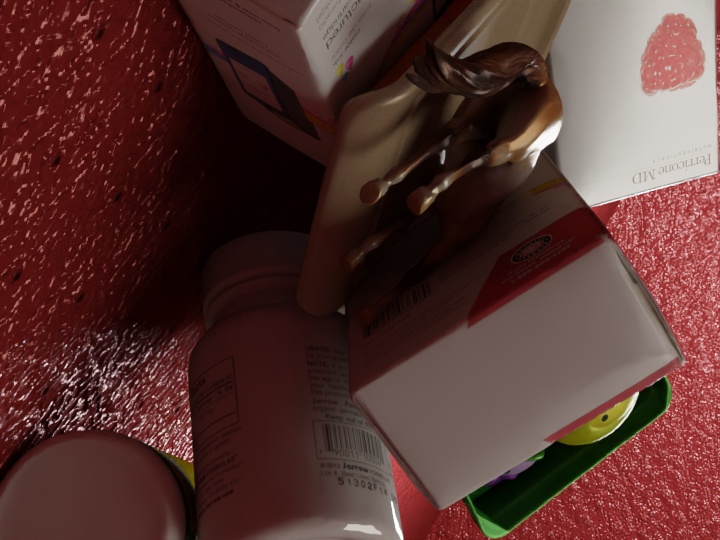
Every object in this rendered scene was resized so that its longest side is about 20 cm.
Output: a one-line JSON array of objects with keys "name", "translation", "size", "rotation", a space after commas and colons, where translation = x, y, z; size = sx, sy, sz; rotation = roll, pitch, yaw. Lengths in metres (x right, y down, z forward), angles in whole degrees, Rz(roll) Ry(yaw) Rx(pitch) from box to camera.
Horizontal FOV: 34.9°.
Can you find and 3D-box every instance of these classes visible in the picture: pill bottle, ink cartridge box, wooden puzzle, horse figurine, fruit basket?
[{"name": "pill bottle", "translation": [-0.044, 0.082, 0.681], "size": [0.114, 0.114, 0.200], "rotation": [101, -17, -55]}, {"name": "ink cartridge box", "translation": [0.072, 0.019, 0.629], "size": [0.147, 0.086, 0.200], "rotation": [-34, -165, 10]}, {"name": "pill bottle", "translation": [-0.141, 0.166, 0.712], "size": [0.113, 0.113, 0.200], "rotation": [-55, 166, -10]}, {"name": "ink cartridge box", "translation": [-0.007, -0.148, 0.550], "size": [0.145, 0.087, 0.200], "rotation": [-55, 169, -8]}, {"name": "wooden puzzle", "translation": [0.040, -0.085, 0.619], "size": [0.200, 0.037, 0.185], "rotation": [-45, 165, -32]}, {"name": "horse figurine", "translation": [0.050, -0.050, 0.554], "size": [0.132, 0.050, 0.200], "rotation": [-40, 166, -24]}, {"name": "fruit basket", "translation": [0.150, 0.092, 0.854], "size": [0.216, 0.215, 0.156], "rotation": [-44, 116, -43]}]

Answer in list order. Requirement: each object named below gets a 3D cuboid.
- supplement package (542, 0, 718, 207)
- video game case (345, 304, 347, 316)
[{"name": "supplement package", "translation": [0.149, -0.158, 0.744], "size": [0.121, 0.120, 0.200], "rotation": [-16, 116, -13]}, {"name": "video game case", "translation": [0.000, 0.000, 0.800], "size": [0.200, 0.018, 0.143], "rotation": [-53, -153, 9]}]
